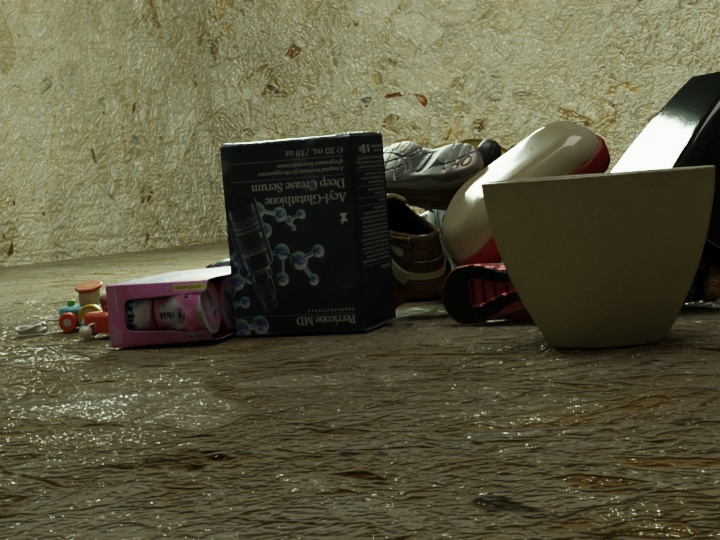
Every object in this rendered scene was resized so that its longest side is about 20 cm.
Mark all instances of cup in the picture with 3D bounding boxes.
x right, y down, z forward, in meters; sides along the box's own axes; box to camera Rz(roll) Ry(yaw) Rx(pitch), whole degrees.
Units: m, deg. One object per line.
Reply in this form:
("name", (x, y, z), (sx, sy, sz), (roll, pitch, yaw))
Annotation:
("cup", (0.206, -0.011, 1.314), (0.198, 0.145, 0.200), (-4, 4, 0))

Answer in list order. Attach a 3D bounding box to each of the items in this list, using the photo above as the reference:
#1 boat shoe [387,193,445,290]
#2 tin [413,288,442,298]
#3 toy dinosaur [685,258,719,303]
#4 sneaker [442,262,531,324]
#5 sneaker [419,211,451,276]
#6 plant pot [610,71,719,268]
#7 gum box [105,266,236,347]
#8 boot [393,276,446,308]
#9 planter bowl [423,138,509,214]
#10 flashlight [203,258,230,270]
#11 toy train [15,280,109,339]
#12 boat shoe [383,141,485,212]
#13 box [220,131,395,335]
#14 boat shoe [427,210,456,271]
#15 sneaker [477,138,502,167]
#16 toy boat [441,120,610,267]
("boat shoe", (0.038, -0.054, 1.715), (0.074, 0.076, 0.202), (-16, 31, -24))
("tin", (0.055, 0.014, 1.968), (0.111, 0.042, 0.200), (0, 4, 0))
("toy dinosaur", (0.299, 0.007, 1.581), (0.134, 0.103, 0.200), (10, -18, -12))
("sneaker", (0.183, 0.013, 1.533), (0.198, 0.075, 0.086), (-2, 3, 34))
("sneaker", (0.109, -0.020, 1.840), (0.086, 0.078, 0.199), (-15, 28, -31))
("plant pot", (0.382, -0.096, 1.581), (0.199, 0.179, 0.199), (26, -3, -11))
("gum box", (-0.182, 0.036, 1.633), (0.112, 0.067, 0.200), (-5, 3, 15))
("boot", (0.000, 0.000, 1.775), (0.143, 0.072, 0.201), (-16, 27, -25))
("planter bowl", (0.142, -0.062, 1.989), (0.199, 0.202, 0.083), (-1, 21, 45))
("flashlight", (-0.115, -0.020, 1.742), (0.200, 0.068, 0.068), (-45, 0, 38))
("toy train", (-0.306, 0.043, 1.778), (0.199, 0.056, 0.149), (-1, 5, 42))
("boat shoe", (0.072, -0.097, 1.745), (0.076, 0.072, 0.199), (-48, 31, -22))
("box", (-0.053, -0.039, 1.606), (0.147, 0.202, 0.107), (-4, 5, 20))
("boat shoe", (0.129, -0.040, 1.743), (0.071, 0.071, 0.201), (6, 35, -19))
("sneaker", (0.199, -0.064, 1.871), (0.114, 0.202, 0.075), (6, 31, 23))
("toy boat", (0.186, -0.057, 1.621), (0.199, 0.131, 0.131), (-36, 16, 0))
